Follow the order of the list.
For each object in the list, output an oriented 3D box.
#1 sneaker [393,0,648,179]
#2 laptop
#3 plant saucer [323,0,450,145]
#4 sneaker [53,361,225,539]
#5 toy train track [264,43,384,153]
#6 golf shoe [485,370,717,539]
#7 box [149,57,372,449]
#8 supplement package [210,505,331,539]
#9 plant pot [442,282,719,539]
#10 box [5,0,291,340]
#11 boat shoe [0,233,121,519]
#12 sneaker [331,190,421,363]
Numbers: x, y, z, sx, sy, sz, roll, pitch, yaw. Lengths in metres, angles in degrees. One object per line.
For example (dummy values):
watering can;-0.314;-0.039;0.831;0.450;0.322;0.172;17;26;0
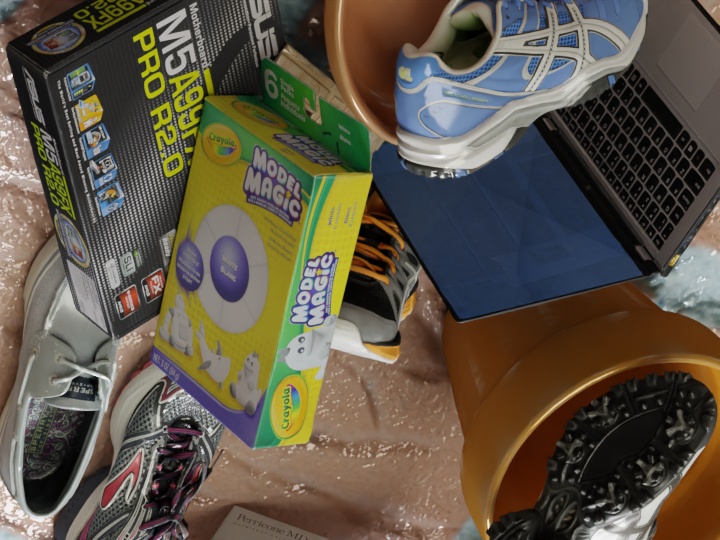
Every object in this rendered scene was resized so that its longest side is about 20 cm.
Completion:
sneaker;0.096;-0.132;1.477;0.200;0.075;0.077;-40;132;-31
laptop;0.120;-0.085;1.539;0.115;0.188;0.201;18;116;-34
plant saucer;0.049;-0.171;1.495;0.199;0.037;0.202;-23;125;-37
sneaker;-0.130;0.139;1.670;0.080;0.075;0.201;12;118;-31
toy train track;0.015;-0.129;1.530;0.201;0.032;0.115;-54;138;1
golf shoe;0.151;0.142;1.566;0.200;0.078;0.094;-47;146;16
box;-0.056;-0.012;1.478;0.048;0.117;0.201;-3;117;-39
supplement package;-0.025;0.278;1.731;0.199;0.111;0.157;18;124;12
plant pot;0.142;0.082;1.676;0.199;0.184;0.201;-11;129;-15
box;-0.112;-0.080;1.503;0.160;0.044;0.201;-31;134;-25
boat shoe;-0.179;0.066;1.594;0.070;0.072;0.202;5;120;-25
sneaker;0.000;0.000;1.570;0.078;0.200;0.078;18;107;2
